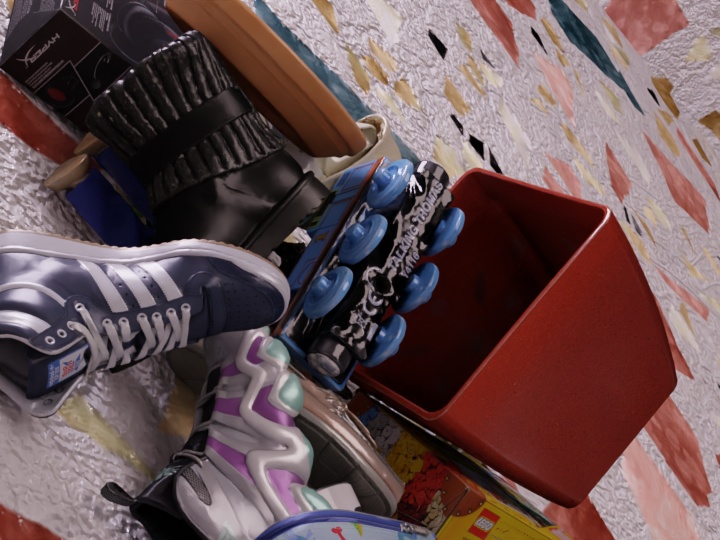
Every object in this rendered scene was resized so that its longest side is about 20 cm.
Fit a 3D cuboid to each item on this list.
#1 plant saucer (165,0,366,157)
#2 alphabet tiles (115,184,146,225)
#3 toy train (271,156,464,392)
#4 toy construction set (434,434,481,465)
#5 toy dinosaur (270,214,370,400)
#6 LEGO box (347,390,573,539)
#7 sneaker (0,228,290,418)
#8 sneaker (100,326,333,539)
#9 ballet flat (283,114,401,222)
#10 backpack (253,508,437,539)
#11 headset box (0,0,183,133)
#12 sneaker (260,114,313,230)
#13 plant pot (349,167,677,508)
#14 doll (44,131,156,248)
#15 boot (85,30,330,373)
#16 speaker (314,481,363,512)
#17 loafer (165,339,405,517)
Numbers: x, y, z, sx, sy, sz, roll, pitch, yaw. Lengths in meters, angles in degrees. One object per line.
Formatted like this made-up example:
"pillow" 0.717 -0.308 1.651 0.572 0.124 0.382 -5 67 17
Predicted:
"plant saucer" -0.077 -0.152 1.202 0.200 0.037 0.200 44 -2 2
"alphabet tiles" -0.137 -0.053 1.299 0.166 0.006 0.200 38 29 -37
"toy train" 0.000 0.000 1.214 0.087 0.114 0.200 42 59 -22
"toy construction set" 0.085 0.098 1.402 0.200 0.131 0.092 -91 155 -46
"toy dinosaur" -0.030 0.027 1.311 0.200 0.102 0.136 61 29 -51
"LEGO box" 0.076 0.193 1.240 0.200 0.077 0.149 35 2 -42
"sneaker" -0.145 0.036 0.986 0.200 0.070 0.109 5 41 -3
"sneaker" -0.103 0.117 1.025 0.140 0.078 0.200 -7 61 -29
"ballet flat" -0.039 -0.083 1.297 0.200 0.069 0.070 -27 84 -46
"backpack" -0.022 0.234 0.938 0.200 0.183 0.147 23 26 -44
"headset box" -0.174 -0.161 1.262 0.200 0.075 0.149 38 29 -30
"sneaker" -0.090 -0.125 1.402 0.106 0.075 0.200 21 51 -60
"plant pot" 0.122 0.065 1.238 0.176 0.200 0.200 47 -11 -28
"doll" -0.137 -0.018 1.185 0.200 0.048 0.137 50 46 -20
"boot" -0.139 -0.048 1.101 0.158 0.079 0.211 48 66 -8
"speaker" -0.001 0.250 1.083 0.081 0.081 0.200 7 53 -61
"loafer" -0.043 0.095 1.146 0.200 0.072 0.063 38 54 -1
